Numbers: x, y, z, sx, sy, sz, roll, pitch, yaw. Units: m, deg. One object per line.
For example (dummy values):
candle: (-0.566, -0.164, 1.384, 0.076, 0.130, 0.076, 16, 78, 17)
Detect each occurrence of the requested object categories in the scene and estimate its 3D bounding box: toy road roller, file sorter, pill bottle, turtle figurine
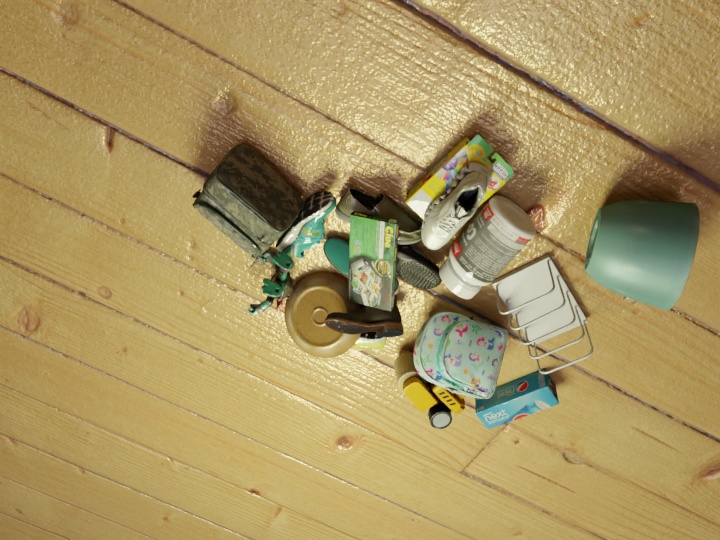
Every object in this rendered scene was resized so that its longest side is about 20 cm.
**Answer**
toy road roller: (0.189, 0.270, 1.380, 0.145, 0.123, 0.200, -38, 114, 14)
file sorter: (0.398, 0.100, 1.226, 0.137, 0.125, 0.201, -28, 114, 24)
pill bottle: (0.255, -0.043, 1.162, 0.113, 0.115, 0.201, 30, 123, -11)
turtle figurine: (-0.200, 0.027, 1.287, 0.099, 0.153, 0.200, 8, 167, -15)

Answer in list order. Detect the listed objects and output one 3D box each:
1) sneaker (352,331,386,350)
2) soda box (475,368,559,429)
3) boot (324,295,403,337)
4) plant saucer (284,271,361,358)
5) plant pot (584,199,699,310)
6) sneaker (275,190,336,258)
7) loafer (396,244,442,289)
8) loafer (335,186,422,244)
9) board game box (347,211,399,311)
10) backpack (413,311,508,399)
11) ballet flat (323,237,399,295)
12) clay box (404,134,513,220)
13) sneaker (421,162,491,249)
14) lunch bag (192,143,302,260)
sneaker: (-0.026, 0.160, 1.370, 0.196, 0.079, 0.091, 9, 146, 17)
soda box: (0.388, 0.324, 1.411, 0.198, 0.065, 0.068, -29, 115, 26)
boot: (0.007, 0.091, 1.268, 0.197, 0.099, 0.074, 11, 154, -30)
plant saucer: (-0.089, 0.105, 1.306, 0.196, 0.035, 0.205, 0, 92, 12)
plant pot: (0.523, -0.043, 1.076, 0.158, 0.201, 0.204, 14, 126, 16)
sneaker: (-0.107, -0.097, 1.222, 0.079, 0.078, 0.200, 30, 133, -21)
loafer: (0.099, -0.033, 1.220, 0.198, 0.072, 0.073, 32, 135, -16)
loafer: (0.045, -0.116, 1.174, 0.196, 0.076, 0.070, 18, 129, -2)
board game box: (0.025, -0.017, 1.174, 0.103, 0.023, 0.204, 15, 120, 22)
backpack: (0.223, 0.188, 1.280, 0.196, 0.181, 0.151, 18, 170, 3)
ballet flat: (0.000, 0.000, 1.256, 0.199, 0.067, 0.068, 37, 83, 13)
clay box: (0.197, -0.173, 1.127, 0.114, 0.048, 0.200, 39, 120, -16)
sneaker: (0.179, -0.113, 1.093, 0.074, 0.082, 0.201, 25, 125, -10)
lunch bag: (-0.242, -0.130, 1.184, 0.199, 0.141, 0.167, 40, 137, -16)
